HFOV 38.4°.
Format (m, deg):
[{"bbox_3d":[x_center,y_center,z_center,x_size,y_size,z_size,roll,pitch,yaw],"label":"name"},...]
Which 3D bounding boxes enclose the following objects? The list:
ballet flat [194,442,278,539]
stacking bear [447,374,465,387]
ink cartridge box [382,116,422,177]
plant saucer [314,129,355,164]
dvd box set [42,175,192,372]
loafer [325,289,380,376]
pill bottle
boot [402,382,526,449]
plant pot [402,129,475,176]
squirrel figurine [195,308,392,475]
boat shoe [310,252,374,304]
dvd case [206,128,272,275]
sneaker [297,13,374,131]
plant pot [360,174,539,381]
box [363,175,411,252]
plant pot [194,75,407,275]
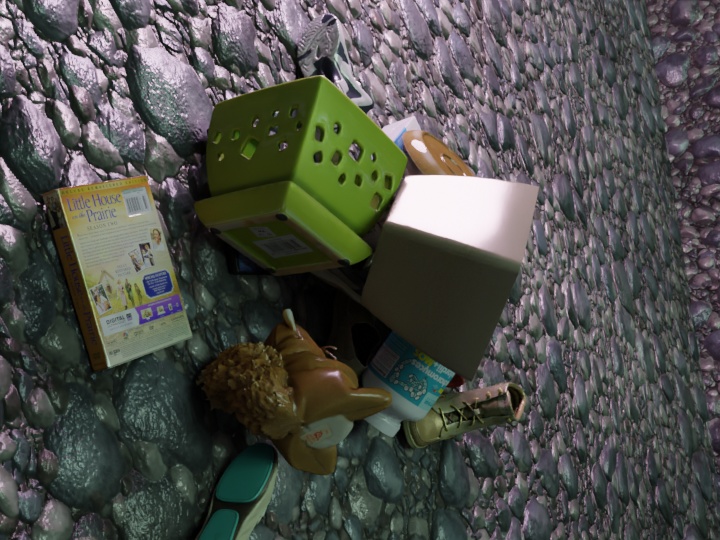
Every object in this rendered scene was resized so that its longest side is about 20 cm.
[{"bbox_3d":[-0.148,0.292,1.218,0.070,0.069,0.200,59,36,-24],"label":"ballet flat"},{"bbox_3d":[0.106,0.071,1.637,0.114,0.120,0.201,69,23,-57],"label":"stacking bear"},{"bbox_3d":[0.091,-0.148,1.783,0.201,0.067,0.116,63,33,-19],"label":"ink cartridge box"},{"bbox_3d":[-0.020,-0.136,1.559,0.200,0.050,0.200,49,1,-2],"label":"plant saucer"},{"bbox_3d":[-0.270,-0.001,1.164,0.146,0.029,0.202,-21,96,-59],"label":"dvd box set"},{"bbox_3d":[-0.003,0.086,1.528,0.076,0.067,0.201,48,40,-38],"label":"loafer"},{"bbox_3d":[0.077,0.138,1.488,0.201,0.111,0.111,-55,139,3],"label":"pill bottle"},{"bbox_3d":[0.169,0.230,1.658,0.200,0.155,0.073,-5,81,-59],"label":"boot"},{"bbox_3d":[0.147,-0.162,1.705,0.200,0.027,0.200,40,21,-19],"label":"plant pot"},{"bbox_3d":[-0.093,0.130,1.268,0.199,0.142,0.187,14,32,-34],"label":"squirrel figurine"},{"bbox_3d":[0.000,0.000,1.505,0.199,0.065,0.072,29,30,-19],"label":"boat shoe"},{"bbox_3d":[-0.146,-0.093,1.421,0.142,0.017,0.202,1,77,-57],"label":"dvd case"},{"bbox_3d":[-0.035,-0.298,1.643,0.130,0.079,0.200,43,31,-58],"label":"sneaker"},{"bbox_3d":[0.109,-0.014,1.357,0.200,0.176,0.201,-66,175,-52],"label":"plant pot"},{"bbox_3d":[0.017,-0.068,1.496,0.110,0.199,0.035,45,44,-40],"label":"box"},{"bbox_3d":[-0.083,-0.107,1.327,0.199,0.199,0.183,38,55,-41],"label":"plant pot"}]
